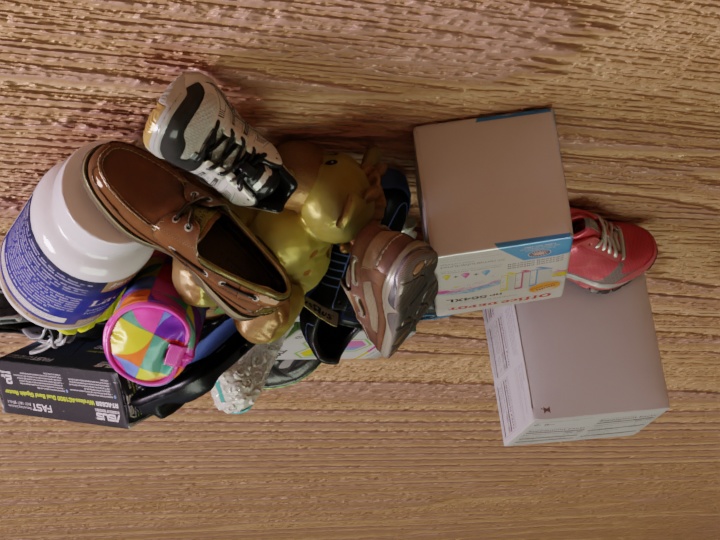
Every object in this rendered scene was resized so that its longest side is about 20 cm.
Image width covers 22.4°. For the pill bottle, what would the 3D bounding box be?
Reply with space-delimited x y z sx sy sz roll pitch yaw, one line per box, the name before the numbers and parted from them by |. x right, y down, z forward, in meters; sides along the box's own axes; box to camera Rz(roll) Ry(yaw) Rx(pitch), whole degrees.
pill bottle | -0.240 -0.031 1.578 0.115 0.117 0.200 1 160 -24

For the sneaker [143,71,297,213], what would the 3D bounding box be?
sneaker | -0.104 -0.098 1.456 0.087 0.076 0.200 33 -178 18

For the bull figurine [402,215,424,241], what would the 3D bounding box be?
bull figurine | 0.030 -0.011 1.833 0.198 0.066 0.122 -9 159 0

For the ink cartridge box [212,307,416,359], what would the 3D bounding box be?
ink cartridge box | -0.051 0.056 2.004 0.199 0.060 0.104 2 159 -27

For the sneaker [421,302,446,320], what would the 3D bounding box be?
sneaker | 0.034 0.032 1.947 0.198 0.074 0.082 1 162 -21

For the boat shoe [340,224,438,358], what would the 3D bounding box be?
boat shoe | 0.022 0.013 1.593 0.072 0.076 0.200 35 158 12

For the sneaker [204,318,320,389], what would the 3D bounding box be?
sneaker | -0.131 0.093 2.057 0.198 0.077 0.084 -6 166 -10

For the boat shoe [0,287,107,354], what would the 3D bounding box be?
boat shoe | -0.320 0.046 1.850 0.198 0.069 0.073 10 155 -43

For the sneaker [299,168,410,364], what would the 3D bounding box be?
sneaker | 0.000 0.000 1.717 0.070 0.078 0.201 8 128 -25

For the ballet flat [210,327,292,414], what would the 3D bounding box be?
ballet flat | -0.108 0.057 1.845 0.071 0.201 0.072 9 134 9

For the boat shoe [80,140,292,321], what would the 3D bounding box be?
boat shoe | -0.135 -0.040 1.477 0.200 0.072 0.068 38 155 -17

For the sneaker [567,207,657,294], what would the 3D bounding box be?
sneaker | 0.230 -0.026 1.859 0.199 0.074 0.087 0 157 -26

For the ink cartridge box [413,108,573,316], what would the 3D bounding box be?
ink cartridge box | 0.121 -0.046 1.668 0.127 0.126 0.200 -8 161 1

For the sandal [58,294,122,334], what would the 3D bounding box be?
sandal | -0.254 0.018 1.811 0.087 0.080 0.199 21 -171 37

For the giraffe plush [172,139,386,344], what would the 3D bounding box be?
giraffe plush | -0.055 -0.042 1.599 0.199 0.173 0.162 19 128 -33

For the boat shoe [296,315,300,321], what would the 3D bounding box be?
boat shoe | -0.102 0.027 1.792 0.199 0.069 0.072 28 166 -36

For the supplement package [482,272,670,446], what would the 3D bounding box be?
supplement package | 0.224 0.072 1.941 0.154 0.202 0.111 -4 162 -14

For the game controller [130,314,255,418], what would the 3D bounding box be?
game controller | -0.127 0.069 1.660 0.104 0.042 0.200 -34 -174 39

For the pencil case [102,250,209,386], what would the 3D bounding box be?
pencil case | -0.174 0.033 1.639 0.088 0.089 0.200 -11 -162 9

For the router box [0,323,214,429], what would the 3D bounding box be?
router box | -0.257 0.101 1.872 0.199 0.063 0.149 2 -161 40
